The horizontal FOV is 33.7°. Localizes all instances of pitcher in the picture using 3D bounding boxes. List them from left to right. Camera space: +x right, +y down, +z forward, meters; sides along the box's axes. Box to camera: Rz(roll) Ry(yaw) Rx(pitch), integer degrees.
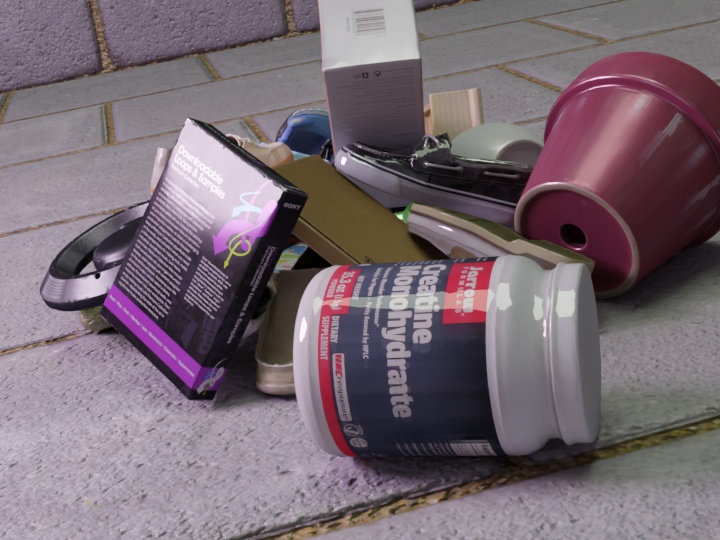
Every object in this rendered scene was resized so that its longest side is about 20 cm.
[{"bbox_3d":[0.157,-0.104,1.339,0.170,0.122,0.200,-7,5,-21],"label":"pitcher"}]

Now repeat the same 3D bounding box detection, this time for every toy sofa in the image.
[{"bbox_3d":[0.124,-0.179,1.519,0.097,0.083,0.200,-6,1,-5],"label":"toy sofa"}]

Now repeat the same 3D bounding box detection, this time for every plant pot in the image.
[{"bbox_3d":[0.242,-0.076,1.113,0.199,0.201,0.179,7,41,40],"label":"plant pot"}]

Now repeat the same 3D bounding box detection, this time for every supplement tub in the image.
[{"bbox_3d":[0.064,0.062,0.846,0.199,0.141,0.140,-4,20,18],"label":"supplement tub"}]

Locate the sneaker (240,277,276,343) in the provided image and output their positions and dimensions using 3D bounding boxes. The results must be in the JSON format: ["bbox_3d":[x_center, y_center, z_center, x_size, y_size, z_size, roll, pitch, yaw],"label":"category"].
[{"bbox_3d":[-0.109,0.025,1.133,0.080,0.071,0.201,-23,21,17],"label":"sneaker"}]

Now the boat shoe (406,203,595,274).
[{"bbox_3d":[0.114,-0.007,1.073,0.074,0.069,0.199,4,16,-46],"label":"boat shoe"}]

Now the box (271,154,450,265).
[{"bbox_3d":[0.003,-0.031,1.081,0.200,0.021,0.163,38,21,8],"label":"box"}]

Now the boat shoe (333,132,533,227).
[{"bbox_3d":[0.075,-0.103,1.174,0.199,0.071,0.072,14,14,-6],"label":"boat shoe"}]

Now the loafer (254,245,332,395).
[{"bbox_3d":[-0.050,0.032,1.058,0.075,0.069,0.200,-4,34,19],"label":"loafer"}]

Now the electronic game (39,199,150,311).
[{"bbox_3d":[-0.232,-0.020,1.201,0.199,0.042,0.200,-19,24,9],"label":"electronic game"}]

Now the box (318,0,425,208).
[{"bbox_3d":[0.015,-0.176,1.226,0.097,0.201,0.125,-6,49,1],"label":"box"}]

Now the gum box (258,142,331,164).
[{"bbox_3d":[-0.138,-0.059,1.339,0.200,0.045,0.170,-41,29,-17],"label":"gum box"}]

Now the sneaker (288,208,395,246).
[{"bbox_3d":[-0.030,-0.069,1.372,0.199,0.078,0.078,7,26,43],"label":"sneaker"}]

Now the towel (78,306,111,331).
[{"bbox_3d":[-0.205,-0.017,1.255,0.148,0.037,0.200,-14,33,29],"label":"towel"}]

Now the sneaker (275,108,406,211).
[{"bbox_3d":[-0.010,-0.129,1.425,0.199,0.079,0.089,23,12,-28],"label":"sneaker"}]

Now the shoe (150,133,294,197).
[{"bbox_3d":[-0.142,-0.118,1.260,0.070,0.054,0.200,5,17,37],"label":"shoe"}]

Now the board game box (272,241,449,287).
[{"bbox_3d":[0.000,0.000,1.220,0.199,0.034,0.134,9,26,42],"label":"board game box"}]

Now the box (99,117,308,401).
[{"bbox_3d":[-0.138,-0.011,1.020,0.143,0.201,0.036,37,18,35],"label":"box"}]

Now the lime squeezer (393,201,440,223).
[{"bbox_3d":[0.081,-0.044,1.221,0.199,0.038,0.071,4,-28,-11],"label":"lime squeezer"}]
